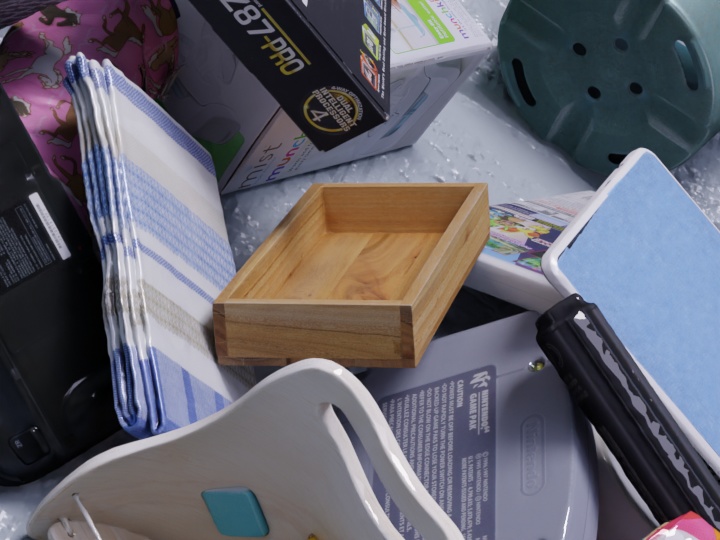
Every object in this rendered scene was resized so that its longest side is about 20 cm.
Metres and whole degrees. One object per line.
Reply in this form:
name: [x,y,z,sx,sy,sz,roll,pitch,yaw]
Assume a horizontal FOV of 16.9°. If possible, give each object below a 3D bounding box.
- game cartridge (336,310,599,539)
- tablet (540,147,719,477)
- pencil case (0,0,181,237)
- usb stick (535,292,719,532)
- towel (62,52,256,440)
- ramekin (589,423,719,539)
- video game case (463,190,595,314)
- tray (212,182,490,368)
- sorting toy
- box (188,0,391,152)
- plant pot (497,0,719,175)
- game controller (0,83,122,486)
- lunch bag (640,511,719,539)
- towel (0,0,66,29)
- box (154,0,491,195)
game cartridge: [0.049,0.110,1.171,0.041,0.133,0.200,52,28,-36]
tablet: [0.181,0.040,1.233,0.200,0.014,0.130,49,43,-5]
pencil case: [-0.152,-0.079,1.238,0.086,0.083,0.200,8,39,9]
usb stick: [0.148,0.100,1.142,0.033,0.055,0.200,-34,84,-6]
towel: [-0.092,0.006,1.167,0.147,0.024,0.200,41,34,-62]
ramekin: [0.158,0.130,1.254,0.200,0.105,0.200,22,40,-20]
video game case: [0.143,-0.002,1.355,0.182,0.023,0.200,-10,23,-43]
tray: [0.000,0.000,1.235,0.098,0.037,0.200,1,20,14]
sorting toy: [-0.027,0.135,1.040,0.107,0.180,0.200,-10,59,-43]
box: [-0.043,-0.183,1.252,0.161,0.049,0.200,47,30,-34]
plant pot: [0.195,-0.169,1.528,0.200,0.200,0.196,41,45,3]
game controller: [-0.174,-0.003,1.116,0.104,0.042,0.200,-32,98,-37]
lunch bag: [0.100,0.217,1.072,0.082,0.176,0.200,35,58,9]
towel: [-0.220,-0.146,1.167,0.165,0.200,0.086,-14,96,-46]
box: [-0.056,-0.160,1.382,0.176,0.097,0.200,-19,65,-47]
